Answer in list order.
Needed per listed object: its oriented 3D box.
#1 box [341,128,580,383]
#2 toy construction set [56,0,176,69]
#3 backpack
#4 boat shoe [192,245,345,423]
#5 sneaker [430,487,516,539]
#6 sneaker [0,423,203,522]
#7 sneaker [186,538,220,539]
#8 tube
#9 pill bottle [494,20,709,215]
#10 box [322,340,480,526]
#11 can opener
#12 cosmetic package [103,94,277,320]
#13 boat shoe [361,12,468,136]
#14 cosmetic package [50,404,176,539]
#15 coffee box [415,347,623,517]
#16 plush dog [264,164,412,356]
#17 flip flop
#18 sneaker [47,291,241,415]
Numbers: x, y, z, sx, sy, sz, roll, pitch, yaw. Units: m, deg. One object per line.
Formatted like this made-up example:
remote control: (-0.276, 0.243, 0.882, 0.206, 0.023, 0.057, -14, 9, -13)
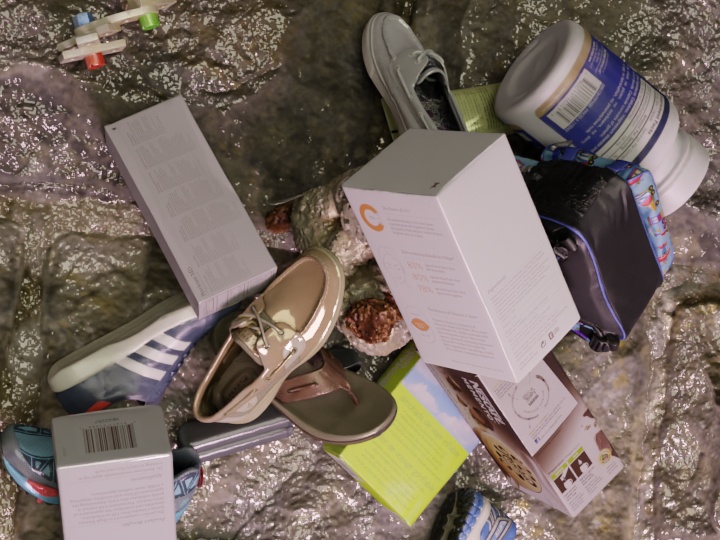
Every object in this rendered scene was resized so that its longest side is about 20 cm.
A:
box: (0.090, -0.015, 1.306, 0.097, 0.124, 0.200, -42, 121, -29)
toy construction set: (-0.239, -0.291, 1.378, 0.131, 0.092, 0.200, -17, 104, -41)
backpack: (0.178, -0.036, 1.422, 0.135, 0.200, 0.183, -51, 135, -22)
boat shoe: (-0.086, 0.063, 1.364, 0.072, 0.065, 0.200, 45, 111, 22)
sneaker: (0.103, 0.328, 1.501, 0.085, 0.077, 0.200, 27, 83, -20)
sneaker: (-0.236, 0.167, 1.362, 0.200, 0.079, 0.096, 22, 120, -32)
sneaker: (-0.191, 0.321, 1.417, 0.200, 0.075, 0.081, -19, 129, -26)
tube: (0.124, -0.162, 1.519, 0.200, 0.058, 0.052, -14, 127, -15)
pill bottle: (0.243, -0.143, 1.466, 0.200, 0.120, 0.120, 36, 80, -19)
box: (0.069, 0.142, 1.490, 0.200, 0.048, 0.122, -49, 116, -12)
can opener: (-0.087, 0.137, 1.459, 0.200, 0.053, 0.067, -20, 62, -18)
cosmetic package: (-0.161, -0.060, 1.389, 0.082, 0.051, 0.200, -24, 73, -17)
boat shoe: (0.059, -0.179, 1.449, 0.072, 0.069, 0.200, 2, 60, -31)
cosmetic package: (-0.216, 0.223, 1.313, 0.102, 0.074, 0.200, -5, 124, -13)
coffee box: (0.156, 0.132, 1.443, 0.080, 0.113, 0.200, -43, 118, -15)
plush dog: (0.000, 0.000, 1.433, 0.160, 0.200, 0.172, -19, 86, 17)
flip flop: (-0.057, 0.097, 1.420, 0.200, 0.058, 0.081, 34, 61, 12)
sneaker: (-0.193, 0.086, 1.411, 0.200, 0.075, 0.085, -28, 104, -9)
